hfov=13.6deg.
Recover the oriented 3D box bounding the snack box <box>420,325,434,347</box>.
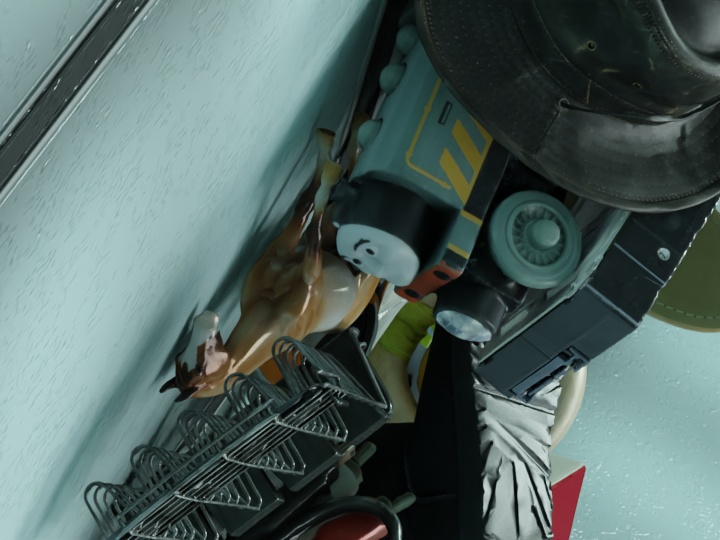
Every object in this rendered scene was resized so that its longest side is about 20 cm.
[{"bbox_3d":[0.080,-0.077,1.834,0.169,0.067,0.200,-54,174,-42],"label":"snack box"}]

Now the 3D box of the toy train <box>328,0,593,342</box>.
[{"bbox_3d":[0.059,-0.068,1.393,0.201,0.114,0.085,-67,-166,-22],"label":"toy train"}]

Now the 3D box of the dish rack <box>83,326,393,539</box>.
[{"bbox_3d":[-0.061,0.086,1.404,0.153,0.055,0.200,-39,169,4],"label":"dish rack"}]

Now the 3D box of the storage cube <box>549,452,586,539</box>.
[{"bbox_3d":[0.015,0.190,1.803,0.200,0.170,0.181,-17,122,-66],"label":"storage cube"}]

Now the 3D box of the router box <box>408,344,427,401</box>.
[{"bbox_3d":[0.030,0.114,1.996,0.180,0.049,0.200,-58,-168,23],"label":"router box"}]

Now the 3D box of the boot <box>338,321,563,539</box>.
[{"bbox_3d":[0.028,0.090,1.604,0.162,0.073,0.199,-11,-106,47],"label":"boot"}]

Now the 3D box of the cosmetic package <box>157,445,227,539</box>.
[{"bbox_3d":[-0.106,0.198,1.616,0.201,0.082,0.051,-63,172,29],"label":"cosmetic package"}]

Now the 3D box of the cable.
[{"bbox_3d":[-0.057,0.152,1.521,0.200,0.097,0.050,-38,157,-18],"label":"cable"}]

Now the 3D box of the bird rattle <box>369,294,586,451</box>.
[{"bbox_3d":[0.067,0.036,1.713,0.113,0.199,0.164,102,-22,-87],"label":"bird rattle"}]

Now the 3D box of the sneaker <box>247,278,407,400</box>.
[{"bbox_3d":[0.000,0.000,1.618,0.200,0.076,0.092,-47,177,-26],"label":"sneaker"}]

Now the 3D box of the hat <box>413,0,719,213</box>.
[{"bbox_3d":[0.126,-0.125,1.331,0.201,0.200,0.081,-56,-166,-17],"label":"hat"}]

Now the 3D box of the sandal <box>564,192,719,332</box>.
[{"bbox_3d":[0.105,-0.025,1.554,0.078,0.211,0.070,-55,171,-27],"label":"sandal"}]

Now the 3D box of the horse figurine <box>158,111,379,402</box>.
[{"bbox_3d":[-0.021,-0.010,1.461,0.133,0.050,0.200,-69,168,18],"label":"horse figurine"}]

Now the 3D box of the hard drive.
[{"bbox_3d":[0.138,-0.036,1.443,0.200,0.038,0.140,-56,-174,-26],"label":"hard drive"}]
